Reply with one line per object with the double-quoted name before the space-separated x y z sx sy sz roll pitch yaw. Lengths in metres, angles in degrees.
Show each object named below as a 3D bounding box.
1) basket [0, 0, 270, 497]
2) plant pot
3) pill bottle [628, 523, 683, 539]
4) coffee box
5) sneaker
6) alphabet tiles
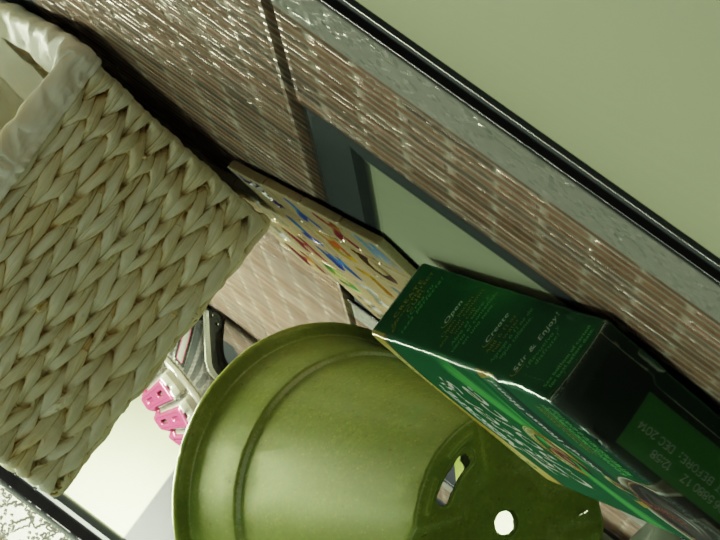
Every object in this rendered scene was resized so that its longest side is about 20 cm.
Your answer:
"basket" -0.189 -0.015 1.368 0.161 0.200 0.198 42 172 -31
"plant pot" 0.029 0.128 1.432 0.200 0.200 0.190 40 159 -26
"pill bottle" 0.202 0.222 1.336 0.200 0.120 0.120 36 173 0
"coffee box" 0.092 0.059 1.125 0.123 0.044 0.200 40 172 -21
"sneaker" -0.159 0.047 2.170 0.200 0.087 0.074 56 149 10
"alphabet tiles" 0.000 0.000 1.347 0.167 0.008 0.200 42 171 -39
